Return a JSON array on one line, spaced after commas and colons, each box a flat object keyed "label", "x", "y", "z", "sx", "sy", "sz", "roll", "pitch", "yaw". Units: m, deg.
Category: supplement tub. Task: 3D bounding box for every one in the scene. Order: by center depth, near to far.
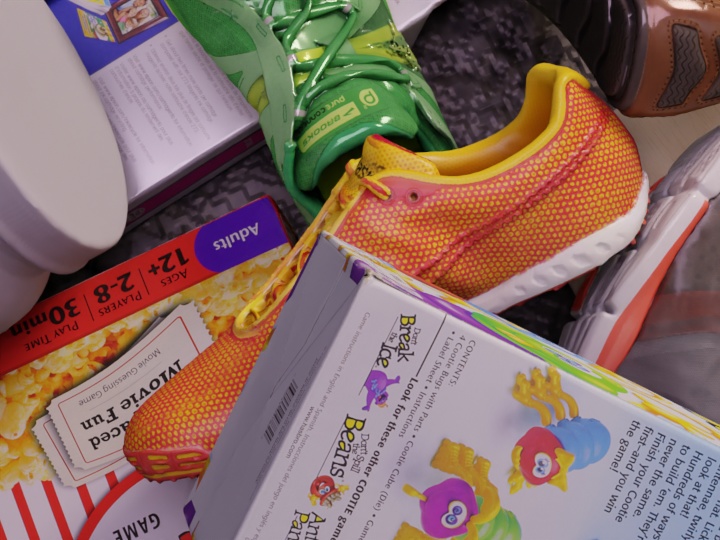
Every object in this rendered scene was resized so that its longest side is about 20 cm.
[{"label": "supplement tub", "x": -0.198, "y": -0.020, "z": 0.917, "sx": 0.200, "sy": 0.140, "sz": 0.141, "roll": -26, "pitch": 74, "yaw": 15}]

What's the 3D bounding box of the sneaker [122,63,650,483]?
[{"label": "sneaker", "x": 0.000, "y": 0.000, "z": 0.873, "sx": 0.200, "sy": 0.073, "sz": 0.077, "roll": -35, "pitch": 107, "yaw": -7}]

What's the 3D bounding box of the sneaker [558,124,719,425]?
[{"label": "sneaker", "x": 0.107, "y": 0.043, "z": 0.893, "sx": 0.082, "sy": 0.077, "sz": 0.200, "roll": 27, "pitch": 94, "yaw": -4}]

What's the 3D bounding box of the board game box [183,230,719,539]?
[{"label": "board game box", "x": 0.060, "y": 0.081, "z": 0.803, "sx": 0.200, "sy": 0.103, "sz": 0.105, "roll": 26, "pitch": 93, "yaw": -11}]

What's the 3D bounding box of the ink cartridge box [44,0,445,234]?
[{"label": "ink cartridge box", "x": -0.053, "y": -0.096, "z": 0.995, "sx": 0.200, "sy": 0.037, "sz": 0.095, "roll": -33, "pitch": 75, "yaw": -1}]

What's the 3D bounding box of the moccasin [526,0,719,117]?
[{"label": "moccasin", "x": 0.098, "y": -0.123, "z": 0.932, "sx": 0.078, "sy": 0.201, "sz": 0.074, "roll": -3, "pitch": 119, "yaw": -17}]

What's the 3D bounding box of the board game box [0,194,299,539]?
[{"label": "board game box", "x": -0.058, "y": 0.094, "z": 0.927, "sx": 0.151, "sy": 0.046, "sz": 0.200, "roll": -26, "pitch": 67, "yaw": 3}]

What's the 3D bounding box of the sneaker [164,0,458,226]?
[{"label": "sneaker", "x": -0.009, "y": -0.068, "z": 0.928, "sx": 0.074, "sy": 0.084, "sz": 0.200, "roll": -34, "pitch": 99, "yaw": -2}]

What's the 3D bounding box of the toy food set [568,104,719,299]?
[{"label": "toy food set", "x": 0.162, "y": 0.008, "z": 0.941, "sx": 0.143, "sy": 0.060, "sz": 0.200, "roll": -32, "pitch": 73, "yaw": 9}]
